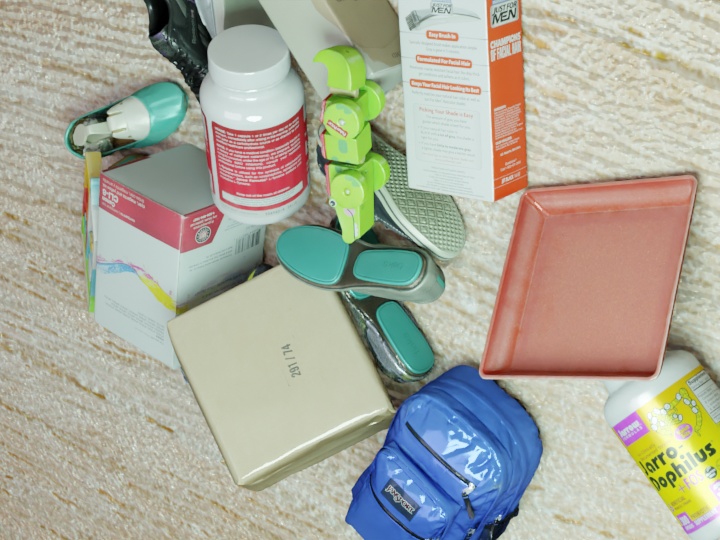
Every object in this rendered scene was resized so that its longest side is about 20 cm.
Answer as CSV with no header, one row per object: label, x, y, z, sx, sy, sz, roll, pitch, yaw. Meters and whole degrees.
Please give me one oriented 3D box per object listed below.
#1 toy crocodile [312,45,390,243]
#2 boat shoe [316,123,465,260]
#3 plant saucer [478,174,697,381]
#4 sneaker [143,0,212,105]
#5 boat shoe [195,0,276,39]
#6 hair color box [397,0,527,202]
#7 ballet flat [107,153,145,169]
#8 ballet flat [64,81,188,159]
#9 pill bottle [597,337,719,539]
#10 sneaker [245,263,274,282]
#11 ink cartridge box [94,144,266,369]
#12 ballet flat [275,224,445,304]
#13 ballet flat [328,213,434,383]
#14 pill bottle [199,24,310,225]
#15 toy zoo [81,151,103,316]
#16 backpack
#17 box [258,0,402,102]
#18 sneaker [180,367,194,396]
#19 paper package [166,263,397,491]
toy crocodile,-0.013,-0.123,1.539,0.061,0.068,0.201,10,123,23
boat shoe,0.029,-0.080,1.626,0.200,0.075,0.062,42,143,13
plant saucer,0.218,0.014,1.457,0.199,0.037,0.201,-3,64,43
sneaker,-0.198,-0.246,1.752,0.075,0.087,0.201,-16,96,44
boat shoe,-0.145,-0.294,1.710,0.071,0.070,0.202,6,114,61
hair color box,0.101,-0.177,1.531,0.110,0.064,0.201,13,116,39
ballet flat,-0.293,-0.048,1.935,0.068,0.063,0.201,21,120,35
ballet flat,-0.288,-0.172,1.875,0.199,0.070,0.068,-16,95,44
pill bottle,0.297,0.148,1.457,0.201,0.104,0.104,55,133,11
sneaker,-0.074,0.084,1.798,0.081,0.074,0.201,-12,104,33
ink cartridge box,-0.210,-0.017,1.815,0.144,0.145,0.201,26,122,32
ballet flat,0.000,0.000,1.624,0.199,0.064,0.068,12,74,35
ballet flat,0.010,0.035,1.697,0.072,0.072,0.201,-32,83,44
pill bottle,-0.112,-0.156,1.660,0.112,0.112,0.201,31,144,29
toy zoo,-0.324,-0.051,1.906,0.200,0.020,0.132,108,155,-54
backpack,0.090,0.216,1.630,0.162,0.168,0.201,40,125,15
box,-0.034,-0.268,1.594,0.078,0.095,0.201,-39,81,42
sneaker,-0.158,0.146,1.883,0.200,0.077,0.086,43,148,44
paper package,-0.084,0.112,1.687,0.201,0.190,0.104,63,177,16
